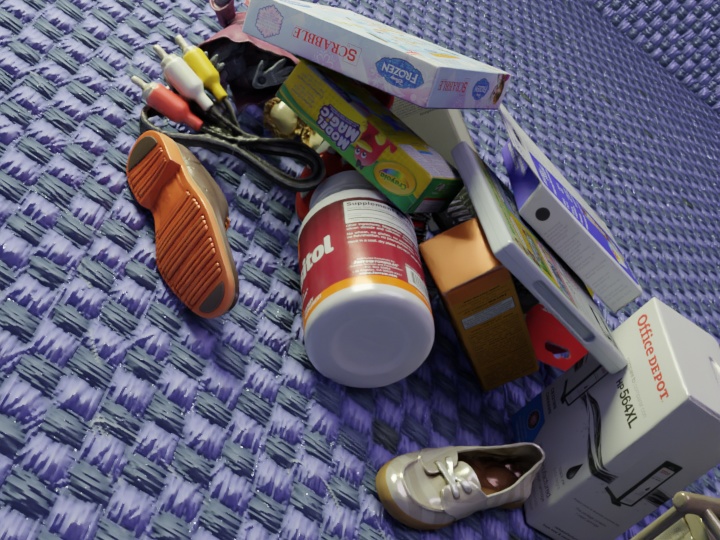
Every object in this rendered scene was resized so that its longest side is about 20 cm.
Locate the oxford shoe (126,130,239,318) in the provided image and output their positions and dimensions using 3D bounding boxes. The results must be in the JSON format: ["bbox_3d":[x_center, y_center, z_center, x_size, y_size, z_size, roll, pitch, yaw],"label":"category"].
[{"bbox_3d":[-0.133,-0.039,0.885,0.073,0.071,0.200,19,36,-46],"label":"oxford shoe"}]

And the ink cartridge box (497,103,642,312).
[{"bbox_3d":[0.194,-0.073,1.072,0.200,0.043,0.198,47,17,-16],"label":"ink cartridge box"}]

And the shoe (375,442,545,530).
[{"bbox_3d":[0.089,0.173,0.892,0.200,0.053,0.070,6,45,-49],"label":"shoe"}]

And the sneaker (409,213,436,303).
[{"bbox_3d":[0.035,-0.046,1.095,0.078,0.082,0.201,18,37,-38],"label":"sneaker"}]

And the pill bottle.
[{"bbox_3d":[0.000,0.000,0.954,0.113,0.113,0.200,28,31,-25],"label":"pill bottle"}]

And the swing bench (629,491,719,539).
[{"bbox_3d":[0.259,0.265,0.828,0.200,0.199,0.130,1,49,-52],"label":"swing bench"}]

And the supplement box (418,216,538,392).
[{"bbox_3d":[0.116,0.038,1.002,0.067,0.069,0.200,66,4,38],"label":"supplement box"}]

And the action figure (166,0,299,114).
[{"bbox_3d":[-0.116,-0.231,1.116,0.134,0.149,0.200,35,21,-23],"label":"action figure"}]

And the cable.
[{"bbox_3d":[-0.128,-0.133,0.986,0.200,0.050,0.097,37,65,6],"label":"cable"}]

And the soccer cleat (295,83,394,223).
[{"bbox_3d":[-0.015,-0.120,1.113,0.068,0.085,0.201,20,65,2],"label":"soccer cleat"}]

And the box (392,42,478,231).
[{"bbox_3d":[0.083,-0.154,1.221,0.068,0.082,0.201,-74,143,-61],"label":"box"}]

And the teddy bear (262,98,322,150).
[{"bbox_3d":[-0.070,-0.202,1.210,0.144,0.067,0.201,9,49,-33],"label":"teddy bear"}]

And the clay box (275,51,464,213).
[{"bbox_3d":[0.003,-0.135,1.011,0.200,0.048,0.115,43,17,15],"label":"clay box"}]

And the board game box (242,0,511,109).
[{"bbox_3d":[0.021,-0.208,1.009,0.199,0.041,0.200,27,18,21],"label":"board game box"}]

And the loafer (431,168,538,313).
[{"bbox_3d":[0.125,-0.027,1.121,0.075,0.070,0.200,-17,56,-20],"label":"loafer"}]

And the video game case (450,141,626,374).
[{"bbox_3d":[0.163,-0.016,0.985,0.182,0.022,0.200,43,18,-28],"label":"video game case"}]

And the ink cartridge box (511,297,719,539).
[{"bbox_3d":[0.242,0.144,0.972,0.084,0.200,0.146,32,29,-19],"label":"ink cartridge box"}]

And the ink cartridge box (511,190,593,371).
[{"bbox_3d":[0.203,0.019,1.188,0.116,0.067,0.201,23,63,-33],"label":"ink cartridge box"}]
